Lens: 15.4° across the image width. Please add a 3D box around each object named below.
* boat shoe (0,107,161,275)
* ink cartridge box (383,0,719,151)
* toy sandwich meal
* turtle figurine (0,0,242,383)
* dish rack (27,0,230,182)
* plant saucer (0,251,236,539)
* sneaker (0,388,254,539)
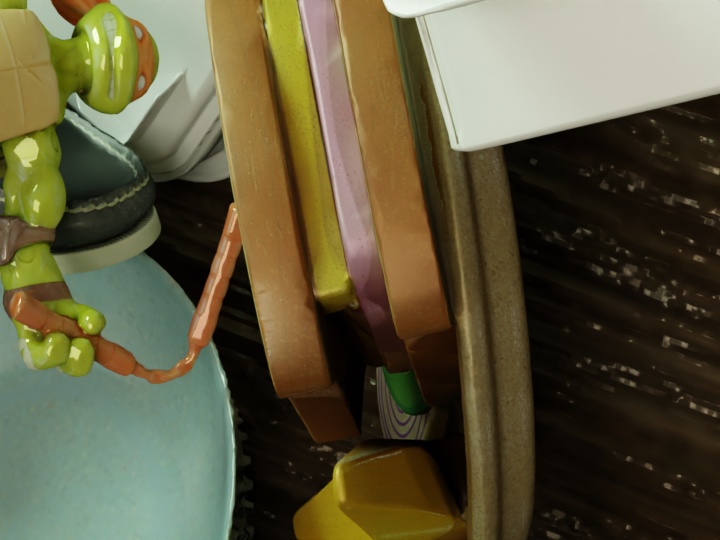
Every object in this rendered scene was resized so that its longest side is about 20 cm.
[{"bbox_3d":[-0.145,-0.058,0.807,0.200,0.072,0.068,29,131,25],"label":"boat shoe"},{"bbox_3d":[0.086,-0.115,0.663,0.128,0.200,0.125,-13,99,23],"label":"ink cartridge box"},{"bbox_3d":[0.000,0.000,0.729,0.070,0.205,0.206,-7,102,-4],"label":"toy sandwich meal"},{"bbox_3d":[-0.122,-0.059,0.732,0.064,0.161,0.200,3,102,65],"label":"turtle figurine"},{"bbox_3d":[-0.069,-0.128,0.783,0.172,0.044,0.200,42,129,5],"label":"dish rack"},{"bbox_3d":[-0.111,0.083,0.806,0.201,0.039,0.201,-14,63,29],"label":"plant saucer"},{"bbox_3d":[-0.090,0.129,0.872,0.099,0.070,0.201,5,99,23],"label":"sneaker"}]
